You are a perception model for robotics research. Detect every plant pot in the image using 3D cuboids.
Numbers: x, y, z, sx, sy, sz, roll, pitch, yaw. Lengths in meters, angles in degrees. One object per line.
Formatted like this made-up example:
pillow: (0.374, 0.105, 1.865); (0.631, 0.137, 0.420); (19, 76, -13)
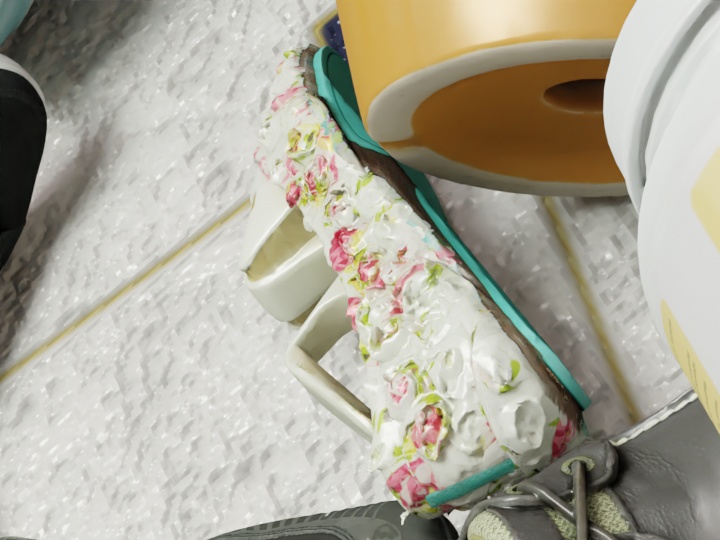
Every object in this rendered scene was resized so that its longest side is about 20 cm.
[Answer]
plant pot: (0.064, -0.126, 0.794); (0.199, 0.200, 0.185); (-12, 70, 34)

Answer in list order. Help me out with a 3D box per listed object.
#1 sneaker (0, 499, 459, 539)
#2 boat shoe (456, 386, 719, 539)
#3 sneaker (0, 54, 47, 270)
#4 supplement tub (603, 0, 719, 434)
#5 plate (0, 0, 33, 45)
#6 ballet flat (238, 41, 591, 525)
sneaker: (-0.067, 0.106, 0.794); (0.199, 0.090, 0.067); (-24, 48, 26)
boat shoe: (0.052, 0.084, 0.727); (0.201, 0.066, 0.072); (-42, 42, 8)
sneaker: (-0.143, 0.035, 0.933); (0.201, 0.073, 0.112); (-56, 45, 5)
supplement tub: (0.147, 0.012, 0.626); (0.145, 0.145, 0.201); (-37, 50, 13)
plate: (-0.126, -0.152, 1.025); (0.200, 0.025, 0.202); (-172, 90, -71)
ballet flat: (0.000, 0.000, 0.817); (0.064, 0.076, 0.200); (-39, 34, 5)
